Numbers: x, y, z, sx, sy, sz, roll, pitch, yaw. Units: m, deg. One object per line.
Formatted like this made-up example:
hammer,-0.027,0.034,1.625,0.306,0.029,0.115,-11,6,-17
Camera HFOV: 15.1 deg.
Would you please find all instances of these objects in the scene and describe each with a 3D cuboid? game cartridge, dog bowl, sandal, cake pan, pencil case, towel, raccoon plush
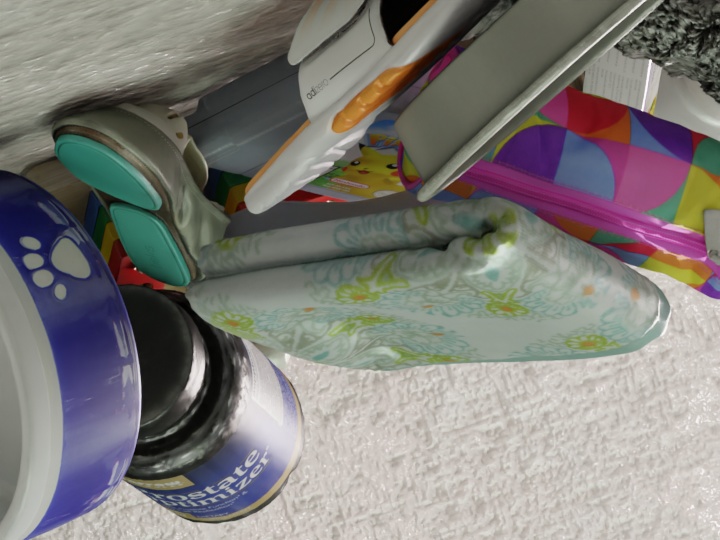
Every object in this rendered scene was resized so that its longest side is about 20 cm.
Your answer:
game cartridge,0.017,-0.074,1.508,0.200,0.040,0.133,12,154,-36
dog bowl,-0.209,0.049,1.442,0.079,0.200,0.200,-19,177,-43
sandal,-0.009,-0.098,1.266,0.207,0.059,0.079,-42,177,42
cake pan,0.092,-0.110,1.256,0.200,0.037,0.200,-41,179,-1
pencil case,0.121,-0.050,1.413,0.200,0.088,0.088,18,169,-10
towel,0.035,0.013,1.400,0.200,0.048,0.171,-9,163,32
raccoon plush,0.149,-0.109,1.405,0.200,0.134,0.097,-19,178,3

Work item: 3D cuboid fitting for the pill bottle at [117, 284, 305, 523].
pill bottle,-0.109,0.075,1.586,0.112,0.112,0.200,-19,160,8

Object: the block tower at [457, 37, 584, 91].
block tower,0.096,-0.120,1.618,0.054,0.058,0.200,-19,178,12

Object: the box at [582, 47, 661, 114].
box,0.155,-0.110,1.620,0.041,0.039,0.200,20,159,10

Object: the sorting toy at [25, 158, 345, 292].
sorting toy,-0.103,-0.012,1.639,0.200,0.070,0.199,-18,158,-20

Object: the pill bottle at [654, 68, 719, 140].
pill bottle,0.210,-0.119,1.796,0.111,0.111,0.200,-17,177,-25

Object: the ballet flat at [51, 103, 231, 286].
ballet flat,-0.114,-0.055,1.444,0.067,0.064,0.200,20,163,17

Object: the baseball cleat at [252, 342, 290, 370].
baseball cleat,-0.102,0.000,1.803,0.106,0.070,0.200,-12,-145,-4

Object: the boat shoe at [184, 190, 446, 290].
boat shoe,0.000,0.000,1.532,0.200,0.074,0.065,-6,139,12
